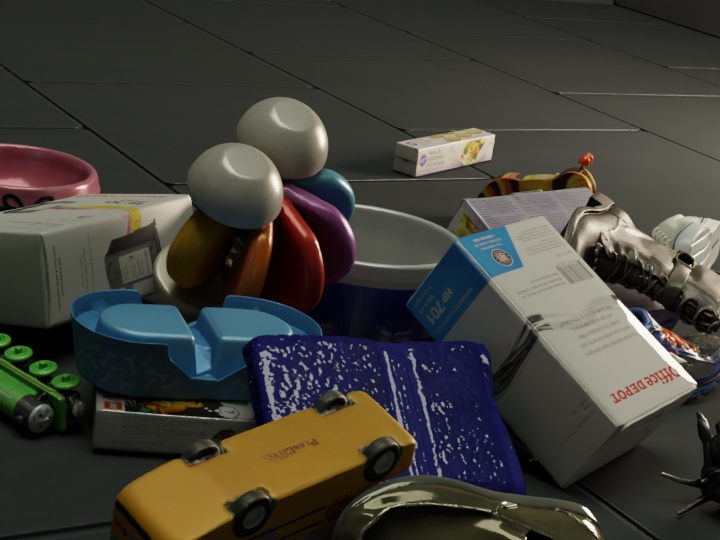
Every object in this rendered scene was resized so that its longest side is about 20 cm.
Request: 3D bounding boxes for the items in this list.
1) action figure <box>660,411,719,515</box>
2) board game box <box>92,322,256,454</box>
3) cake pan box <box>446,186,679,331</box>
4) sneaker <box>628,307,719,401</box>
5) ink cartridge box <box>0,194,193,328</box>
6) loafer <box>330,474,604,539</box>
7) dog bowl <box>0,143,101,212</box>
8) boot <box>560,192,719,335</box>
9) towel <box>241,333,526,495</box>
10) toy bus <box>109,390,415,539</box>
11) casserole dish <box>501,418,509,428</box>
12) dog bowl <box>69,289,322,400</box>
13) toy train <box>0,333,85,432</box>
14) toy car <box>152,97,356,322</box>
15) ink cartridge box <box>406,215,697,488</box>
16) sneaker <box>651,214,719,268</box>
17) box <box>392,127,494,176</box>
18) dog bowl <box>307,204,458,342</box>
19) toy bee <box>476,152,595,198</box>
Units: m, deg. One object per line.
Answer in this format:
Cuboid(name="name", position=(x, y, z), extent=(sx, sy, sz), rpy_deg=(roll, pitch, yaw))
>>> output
Cuboid(name="action figure", position=(0.339, 0.146, 1.193), extent=(0.199, 0.102, 0.120), rpy_deg=(-27, 47, 12))
Cuboid(name="board game box", position=(-0.150, 0.090, 1.232), extent=(0.125, 0.035, 0.200), rpy_deg=(6, 18, -12))
Cuboid(name="cake pan box", position=(0.212, -0.004, 1.556), extent=(0.199, 0.053, 0.185), rpy_deg=(-8, 51, -40))
Cuboid(name="sneaker", position=(0.264, 0.073, 1.409), extent=(0.198, 0.079, 0.075), rpy_deg=(-3, 22, -34))
Cuboid(name="ink cartridge box", position=(-0.261, -0.013, 1.368), extent=(0.146, 0.087, 0.199), rpy_deg=(2, 14, 32))
Cuboid(name="loafer", position=(0.078, 0.181, 1.002), extent=(0.198, 0.076, 0.070), rpy_deg=(3, 15, -19))
Cuboid(name="dog bowl", position=(-0.353, -0.073, 1.568), extent=(0.198, 0.075, 0.200), rpy_deg=(7, 18, -2))
Cuboid(name="boot", position=(0.273, 0.005, 1.484), extent=(0.173, 0.070, 0.200), rpy_deg=(34, 34, 10))
Cuboid(name="towel", position=(0.015, 0.117, 1.138), extent=(0.198, 0.050, 0.149), rpy_deg=(4, 49, -21))
Cuboid(name="toy bus", position=(-0.059, 0.145, 0.987), extent=(0.199, 0.079, 0.065), rpy_deg=(-17, 42, -38))
Cuboid(name="casserole dish", position=(0.065, 0.107, 1.278), extent=(0.121, 0.039, 0.199), rpy_deg=(23, 24, 37))
Cuboid(name="dog bowl", position=(-0.129, 0.060, 1.197), extent=(0.198, 0.050, 0.111), rpy_deg=(3, 19, -21))
Cuboid(name="toy train", position=(-0.290, 0.077, 1.202), extent=(0.199, 0.042, 0.056), rpy_deg=(24, 33, 38))
Cuboid(name="toy car", position=(-0.076, -0.035, 1.337), extent=(0.149, 0.176, 0.200), rpy_deg=(32, 43, 6))
Cuboid(name="ink cartridge box", position=(0.157, 0.061, 1.258), extent=(0.200, 0.086, 0.146), rpy_deg=(51, 34, 18))
Cuboid(name="sneaker", position=(0.372, -0.025, 1.793), extent=(0.070, 0.074, 0.200), rpy_deg=(5, 7, 19))
Cuboid(name="box", position=(0.117, -0.164, 2.118), extent=(0.041, 0.039, 0.199), rpy_deg=(19, 21, 33))
Cuboid(name="dog bowl", position=(0.000, 0.000, 1.505), extent=(0.198, 0.080, 0.200), rpy_deg=(8, 18, -3))
Cuboid(name="toy bee", position=(0.240, -0.093, 1.856), extent=(0.198, 0.110, 0.131), rpy_deg=(7, 16, -4))
